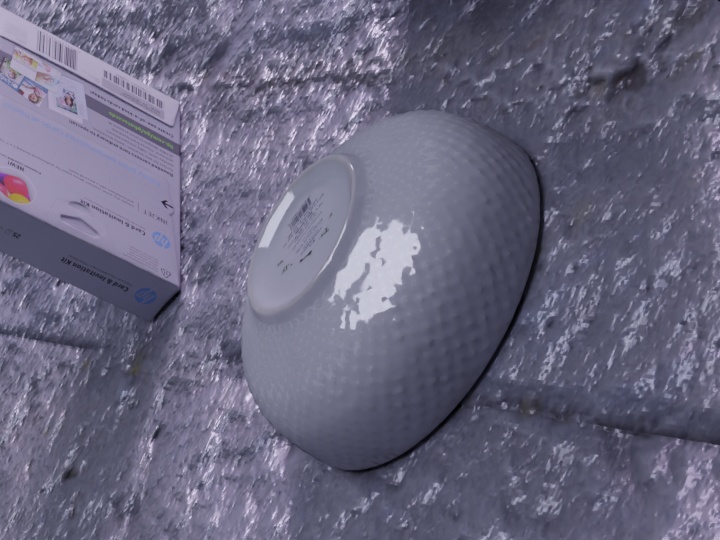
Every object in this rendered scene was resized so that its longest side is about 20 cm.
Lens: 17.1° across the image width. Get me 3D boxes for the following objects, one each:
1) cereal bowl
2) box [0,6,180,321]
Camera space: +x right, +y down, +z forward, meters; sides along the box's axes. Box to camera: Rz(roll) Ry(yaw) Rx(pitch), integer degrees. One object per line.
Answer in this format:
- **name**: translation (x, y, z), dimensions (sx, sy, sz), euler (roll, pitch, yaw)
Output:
- **cereal bowl**: translation (0.000, 0.000, 1.262), dimensions (0.200, 0.083, 0.200), euler (-41, 33, 35)
- **box**: translation (-0.193, -0.074, 1.596), dimensions (0.041, 0.156, 0.200), euler (-47, 30, 30)
